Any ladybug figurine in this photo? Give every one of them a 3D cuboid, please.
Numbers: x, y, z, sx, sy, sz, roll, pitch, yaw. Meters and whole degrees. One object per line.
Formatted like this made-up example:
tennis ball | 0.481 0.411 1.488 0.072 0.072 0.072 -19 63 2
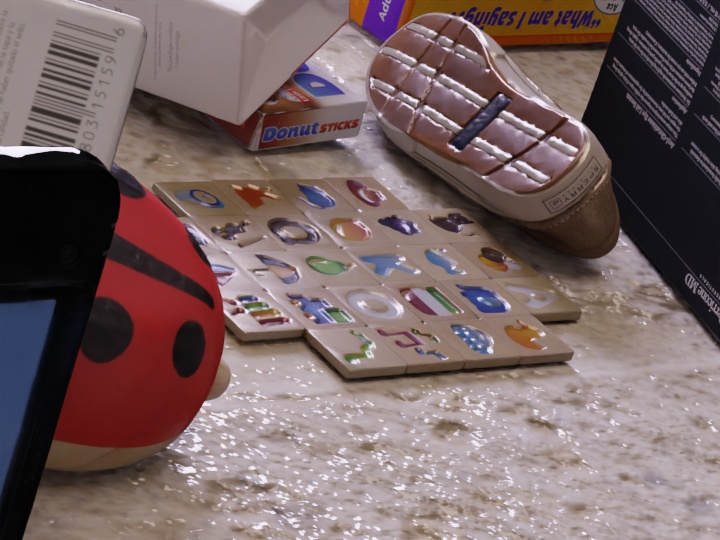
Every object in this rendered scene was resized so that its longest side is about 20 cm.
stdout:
ladybug figurine | -0.124 -0.001 0.976 0.200 0.072 0.136 25 49 -32

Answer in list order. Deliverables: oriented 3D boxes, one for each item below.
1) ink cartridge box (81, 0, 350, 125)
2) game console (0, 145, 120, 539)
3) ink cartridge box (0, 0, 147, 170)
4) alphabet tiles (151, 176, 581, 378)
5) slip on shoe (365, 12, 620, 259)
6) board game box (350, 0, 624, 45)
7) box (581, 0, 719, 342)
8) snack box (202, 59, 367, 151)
ink cartridge box | -0.116 -0.157 1.334 0.199 0.068 0.116 22 41 20
game console | -0.137 0.079 0.711 0.175 0.201 0.116 -2 32 -39
ink cartridge box | -0.180 -0.010 0.885 0.173 0.201 0.044 16 -9 -6
alphabet tiles | 0.000 0.000 1.211 0.199 0.006 0.166 -3 32 -39
slip on shoe | 0.069 -0.068 1.345 0.061 0.076 0.200 51 -8 -37
board game box | 0.058 -0.265 1.571 0.199 0.200 0.200 -6 33 -42
box | 0.193 -0.068 1.327 0.079 0.142 0.200 9 26 -25
snack box | -0.087 -0.121 1.377 0.072 0.024 0.200 -10 37 -42
